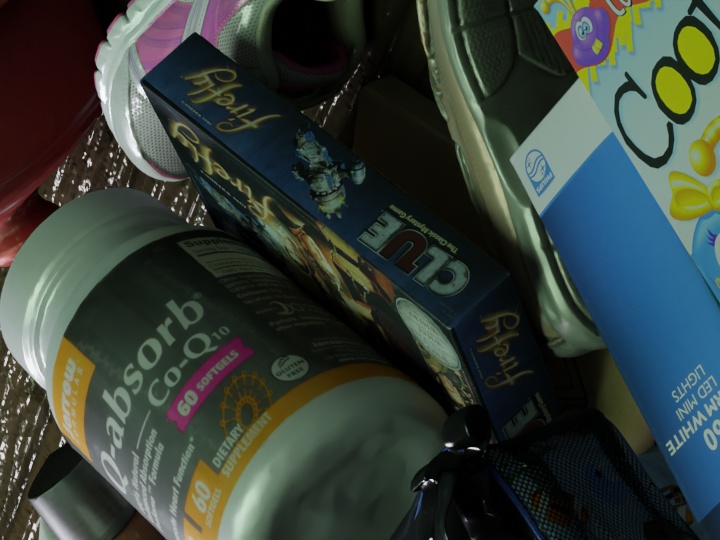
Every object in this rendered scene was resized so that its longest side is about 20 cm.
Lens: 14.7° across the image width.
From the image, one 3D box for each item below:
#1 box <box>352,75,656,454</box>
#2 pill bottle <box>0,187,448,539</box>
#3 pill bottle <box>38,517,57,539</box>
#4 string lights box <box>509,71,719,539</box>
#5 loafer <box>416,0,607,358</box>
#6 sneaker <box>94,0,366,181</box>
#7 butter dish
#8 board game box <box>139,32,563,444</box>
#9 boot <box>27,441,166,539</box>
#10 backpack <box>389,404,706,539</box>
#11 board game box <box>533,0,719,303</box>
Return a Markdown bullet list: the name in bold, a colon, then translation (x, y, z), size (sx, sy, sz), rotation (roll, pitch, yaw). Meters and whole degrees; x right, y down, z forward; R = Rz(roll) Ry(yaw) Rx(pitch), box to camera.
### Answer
- **box**: translation (0.060, 0.031, 1.184), size (0.200, 0.021, 0.164), rotation (36, 131, 38)
- **pill bottle**: translation (-0.060, 0.052, 1.158), size (0.200, 0.116, 0.117), rotation (38, 132, 40)
- **pill bottle**: translation (-0.110, 0.202, 1.402), size (0.112, 0.112, 0.201), rotation (36, 132, 37)
- **string lights box**: translation (0.144, 0.023, 0.979), size (0.059, 0.102, 0.201), rotation (-50, 57, 42)
- **loafer**: translation (0.057, -0.062, 1.098), size (0.063, 0.072, 0.201), rotation (-23, 81, 55)
- **sneaker**: translation (-0.051, -0.098, 1.219), size (0.088, 0.081, 0.200), rotation (55, 141, 22)
- **butter dish**: translation (-0.201, -0.068, 1.368), size (0.200, 0.199, 0.148), rotation (-8, 122, 54)
- **board game box**: translation (0.000, 0.000, 1.148), size (0.200, 0.035, 0.136), rotation (39, 164, 37)
- **boot**: translation (-0.047, 0.123, 1.301), size (0.068, 0.189, 0.200), rotation (-34, 106, 25)
- **backpack**: translation (0.089, 0.170, 1.066), size (0.191, 0.153, 0.200), rotation (58, 144, 30)
- **board game box**: translation (0.165, -0.048, 0.931), size (0.201, 0.103, 0.105), rotation (60, 139, 22)
